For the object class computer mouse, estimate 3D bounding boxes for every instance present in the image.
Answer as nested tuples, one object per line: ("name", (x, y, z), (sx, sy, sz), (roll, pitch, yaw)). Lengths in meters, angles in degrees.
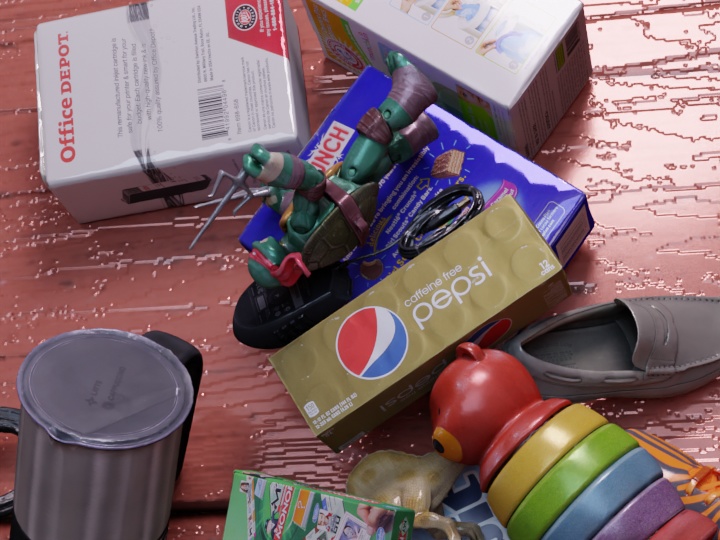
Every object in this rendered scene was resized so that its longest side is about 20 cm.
("computer mouse", (0.000, 0.000, 1.250), (0.199, 0.034, 0.059), (-27, 40, 9))

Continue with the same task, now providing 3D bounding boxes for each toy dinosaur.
("toy dinosaur", (0.039, 0.158, 1.214), (0.199, 0.058, 0.101), (-35, 63, -6))

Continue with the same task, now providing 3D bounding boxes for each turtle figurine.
("turtle figurine", (-0.031, -0.055, 1.227), (0.200, 0.150, 0.101), (-43, 91, -13))

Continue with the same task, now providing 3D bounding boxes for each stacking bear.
("stacking bear", (0.123, 0.134, 1.167), (0.114, 0.122, 0.200), (-38, 72, -21))

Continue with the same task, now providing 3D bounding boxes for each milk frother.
("milk frother", (-0.217, 0.122, 1.238), (0.199, 0.189, 0.181), (13, 35, 0))

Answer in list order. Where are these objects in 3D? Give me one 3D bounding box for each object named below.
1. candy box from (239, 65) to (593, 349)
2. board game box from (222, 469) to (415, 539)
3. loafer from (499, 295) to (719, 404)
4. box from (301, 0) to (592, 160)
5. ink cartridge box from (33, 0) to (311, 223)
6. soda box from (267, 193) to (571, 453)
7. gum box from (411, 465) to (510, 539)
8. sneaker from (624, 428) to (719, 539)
("candy box", (0.041, -0.028, 1.317), (0.199, 0.077, 0.169), (33, 80, 20))
("board game box", (-0.042, 0.245, 1.193), (0.134, 0.029, 0.202), (9, 89, 34))
("loafer", (0.191, 0.052, 1.253), (0.199, 0.070, 0.070), (-13, 64, -16))
("box", (0.065, -0.183, 1.366), (0.199, 0.113, 0.102), (32, 78, 20))
("ink cartridge box", (-0.145, -0.131, 1.397), (0.198, 0.084, 0.145), (-10, 67, 6))
("soda box", (0.042, 0.037, 1.212), (0.199, 0.064, 0.068), (-34, 68, 1))
("gum box", (0.095, 0.215, 1.235), (0.199, 0.045, 0.171), (-25, 66, 0))
("sneaker", (0.258, 0.152, 1.188), (0.200, 0.112, 0.078), (37, 45, 15))
